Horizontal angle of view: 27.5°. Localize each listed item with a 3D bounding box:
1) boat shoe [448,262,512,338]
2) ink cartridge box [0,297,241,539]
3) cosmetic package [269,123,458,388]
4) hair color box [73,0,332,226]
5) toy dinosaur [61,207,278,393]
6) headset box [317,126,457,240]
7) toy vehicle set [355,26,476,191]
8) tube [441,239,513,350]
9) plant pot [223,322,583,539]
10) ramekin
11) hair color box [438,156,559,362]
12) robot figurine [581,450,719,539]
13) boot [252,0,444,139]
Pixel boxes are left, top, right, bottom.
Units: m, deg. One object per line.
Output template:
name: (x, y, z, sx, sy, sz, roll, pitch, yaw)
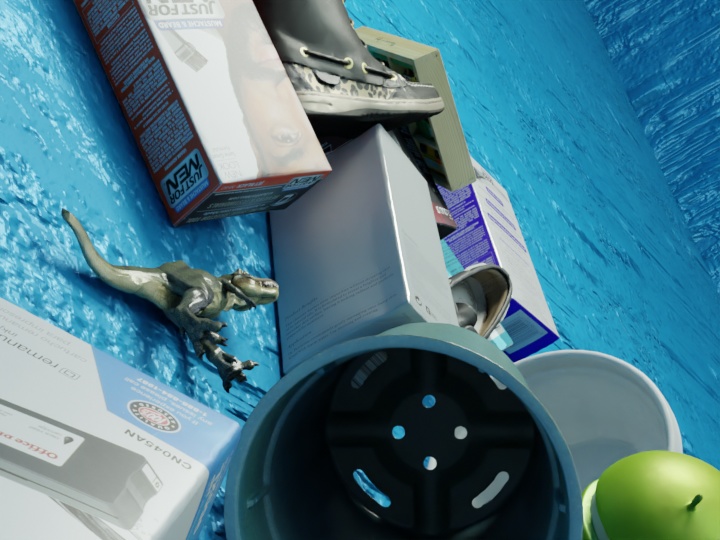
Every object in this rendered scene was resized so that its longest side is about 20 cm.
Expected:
boat shoe: (0.075, 0.047, 1.246, 0.074, 0.060, 0.200, 60, 31, -2)
ink cartridge box: (-0.145, 0.093, 0.528, 0.144, 0.085, 0.200, 27, 20, 4)
cosmetic package: (0.000, 0.000, 1.087, 0.081, 0.112, 0.201, 46, 25, -36)
hair color box: (-0.113, -0.137, 1.021, 0.110, 0.064, 0.202, -12, 73, -48)
toy dinosaur: (-0.103, 0.022, 0.891, 0.088, 0.047, 0.200, 53, 14, 26)
headset box: (-0.002, -0.093, 1.270, 0.202, 0.077, 0.149, 65, 19, 11)
toy vehicle set: (0.041, -0.153, 1.360, 0.200, 0.026, 0.125, 37, -33, 66)
tube: (0.069, -0.003, 1.374, 0.201, 0.050, 0.077, 58, 19, 5)
plant pot: (0.035, 0.121, 0.899, 0.201, 0.199, 0.196, 59, 11, -3)
ramekin: (0.158, 0.171, 1.123, 0.105, 0.199, 0.201, 54, 17, -43)
hair color box: (0.129, -0.017, 1.517, 0.109, 0.064, 0.201, 37, 31, -48)
robot figurine: (0.162, 0.191, 0.889, 0.116, 0.201, 0.175, 47, 32, 21)
boot: (-0.017, -0.181, 1.140, 0.199, 0.073, 0.152, -8, 83, -47)
